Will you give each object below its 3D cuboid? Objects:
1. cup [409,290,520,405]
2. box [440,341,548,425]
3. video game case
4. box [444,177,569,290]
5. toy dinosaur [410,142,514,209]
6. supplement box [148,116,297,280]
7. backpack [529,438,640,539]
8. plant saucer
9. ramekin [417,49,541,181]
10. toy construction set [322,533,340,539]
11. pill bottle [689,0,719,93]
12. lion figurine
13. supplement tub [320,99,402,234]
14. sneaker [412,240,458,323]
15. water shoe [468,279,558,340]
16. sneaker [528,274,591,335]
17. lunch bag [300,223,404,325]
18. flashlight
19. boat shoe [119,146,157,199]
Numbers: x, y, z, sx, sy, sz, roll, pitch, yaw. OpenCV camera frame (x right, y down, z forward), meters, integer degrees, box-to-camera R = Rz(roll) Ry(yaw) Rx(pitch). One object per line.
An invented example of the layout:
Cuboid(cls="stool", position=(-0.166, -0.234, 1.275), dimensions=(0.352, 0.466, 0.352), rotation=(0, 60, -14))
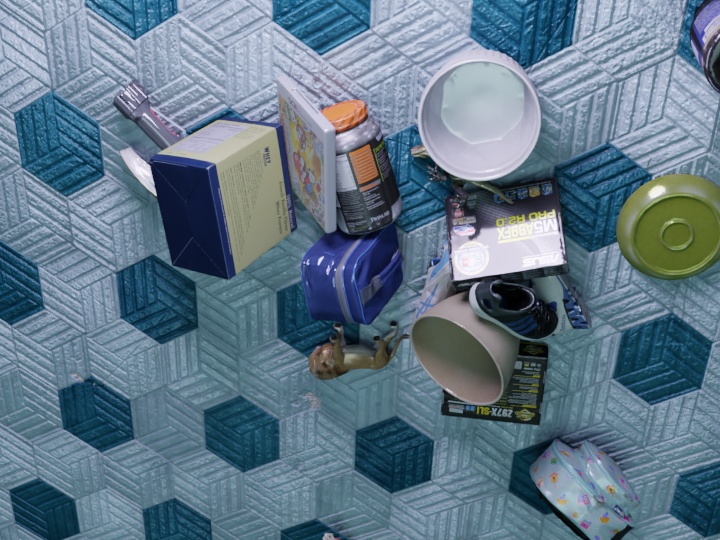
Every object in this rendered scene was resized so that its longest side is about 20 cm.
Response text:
Cuboid(cls="cup", position=(0.206, 0.116, 1.683), dimensions=(0.198, 0.143, 0.202), rotation=(29, 144, 24))
Cuboid(cls="box", position=(0.254, 0.211, 1.809), dimensions=(0.195, 0.050, 0.163), rotation=(4, 122, 8))
Cuboid(cls="video game case", position=(-0.090, -0.192, 1.565), dimensions=(0.023, 0.183, 0.203), rotation=(-19, 135, -21))
Cuboid(cls="box", position=(0.245, -0.061, 1.597), dimensions=(0.196, 0.163, 0.044), rotation=(-9, 155, 16))
Cuboid(cls="toy dinosaur", position=(0.160, -0.153, 1.573), dimensions=(0.198, 0.088, 0.048), rotation=(35, 135, 11))
Cuboid(cls="supplement box", position=(-0.226, -0.128, 1.600), dimensions=(0.132, 0.199, 0.204), rotation=(12, 124, 31))
Cuboid(cls="backpack", position=(0.429, 0.418, 1.822), dimensions=(0.198, 0.176, 0.155), rotation=(34, 103, -8))
Cuboid(cls="plant saucer", position=(0.538, -0.065, 1.611), dimensions=(0.195, 0.031, 0.204), rotation=(5, 120, 8))
Cuboid(cls="ramekin", position=(0.193, -0.258, 1.524), dimensions=(0.195, 0.106, 0.204), rotation=(5, 119, 8))
Cuboid(cls="toy construction set", position=(-0.085, 0.640, 2.095), dimensions=(0.131, 0.093, 0.200), rotation=(39, 129, -12))
Cuboid(cls="pill bottle", position=(0.537, -0.333, 1.362), dimensions=(0.109, 0.201, 0.114), rotation=(5, 121, 8))
Cuboid(cls="lion figurine", position=(-0.004, 0.163, 1.818), dimensions=(0.195, 0.073, 0.124), rotation=(3, 127, 4))
Cuboid(cls="supplement tub", position=(-0.009, -0.175, 1.598), dimensions=(0.120, 0.123, 0.203), rotation=(-10, 116, 16))
Cuboid(cls="sneaker", position=(0.144, 0.026, 1.724), dimensions=(0.073, 0.071, 0.202), rotation=(52, 134, 27))
Cuboid(cls="water shoe", position=(0.273, 0.068, 1.584), dimensions=(0.197, 0.073, 0.078), rotation=(17, 159, -31))
Cuboid(cls="sneaker", position=(0.321, 0.046, 1.685), dimensions=(0.114, 0.081, 0.201), rotation=(-26, 113, 20))
Cuboid(cls="lunch bag", position=(0.000, 0.000, 1.658), dimensions=(0.130, 0.200, 0.138), rotation=(6, 124, 28))
Cuboid(cls="flashlight", position=(-0.343, -0.241, 1.661), dimensions=(0.200, 0.068, 0.068), rotation=(46, 159, -10))
Cuboid(cls="boat shoe", position=(-0.348, -0.158, 1.710), dimensions=(0.069, 0.071, 0.200), rotation=(-45, 96, 1))
